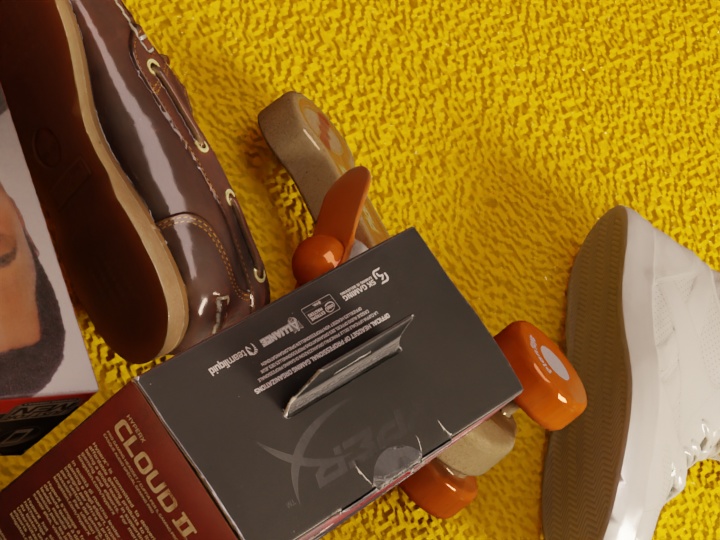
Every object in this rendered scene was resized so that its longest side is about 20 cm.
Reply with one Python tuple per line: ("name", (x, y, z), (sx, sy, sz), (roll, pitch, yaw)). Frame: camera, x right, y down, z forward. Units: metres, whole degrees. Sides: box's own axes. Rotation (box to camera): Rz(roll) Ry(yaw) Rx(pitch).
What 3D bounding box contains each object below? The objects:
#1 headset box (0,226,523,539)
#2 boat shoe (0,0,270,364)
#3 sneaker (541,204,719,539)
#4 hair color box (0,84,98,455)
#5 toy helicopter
("headset box", (-0.049, 0.072, 0.936), (0.149, 0.200, 0.075), (-29, 83, -44))
("boat shoe", (-0.101, -0.059, 1.074), (0.070, 0.070, 0.200), (-19, 83, -43))
("sneaker", (0.146, 0.071, 1.180), (0.115, 0.074, 0.200), (27, 48, -18))
("hair color box", (-0.175, -0.032, 0.955), (0.101, 0.061, 0.200), (-5, 67, -41))
("toy helicopter", (0.000, 0.000, 1.102), (0.132, 0.079, 0.200), (27, 28, -51))
